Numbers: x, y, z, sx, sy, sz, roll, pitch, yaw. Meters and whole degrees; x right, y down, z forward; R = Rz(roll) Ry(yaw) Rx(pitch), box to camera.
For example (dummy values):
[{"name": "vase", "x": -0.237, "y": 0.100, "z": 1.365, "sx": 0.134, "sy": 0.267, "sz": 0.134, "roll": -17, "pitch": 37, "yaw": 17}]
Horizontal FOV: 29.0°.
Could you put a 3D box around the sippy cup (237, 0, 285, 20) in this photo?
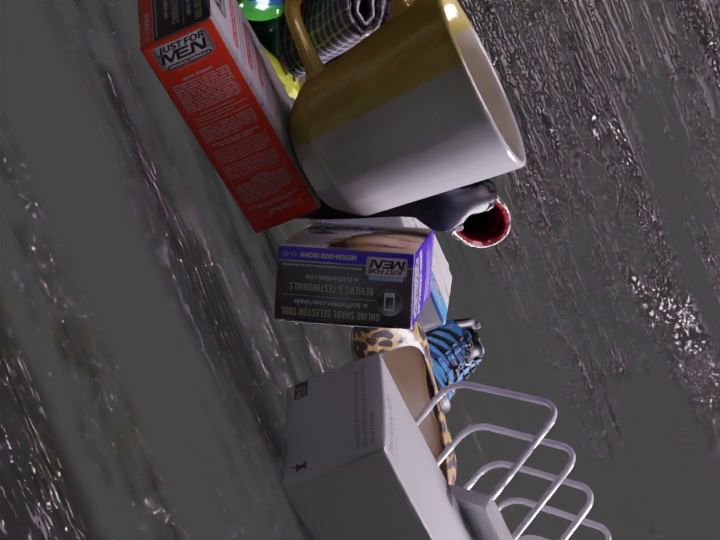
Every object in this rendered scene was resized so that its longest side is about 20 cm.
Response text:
[{"name": "sippy cup", "x": -0.081, "y": -0.304, "z": 1.170, "sx": 0.139, "sy": 0.130, "sz": 0.179, "roll": -2, "pitch": 59, "yaw": -46}]

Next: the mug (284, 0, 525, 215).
[{"name": "mug", "x": 0.023, "y": -0.134, "z": 1.078, "sx": 0.149, "sy": 0.152, "sz": 0.188, "roll": 24, "pitch": 43, "yaw": -66}]

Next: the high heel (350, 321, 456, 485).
[{"name": "high heel", "x": 0.047, "y": 0.122, "z": 1.281, "sx": 0.201, "sy": 0.071, "sz": 0.143, "roll": 71, "pitch": -2, "yaw": -51}]

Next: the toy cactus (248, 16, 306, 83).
[{"name": "toy cactus", "x": -0.071, "y": -0.216, "z": 1.356, "sx": 0.200, "sy": 0.101, "sz": 0.167, "roll": 68, "pitch": 14, "yaw": -67}]

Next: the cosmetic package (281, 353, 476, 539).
[{"name": "cosmetic package", "x": 0.019, "y": 0.175, "z": 0.992, "sx": 0.113, "sy": 0.080, "sz": 0.201, "roll": -93, "pitch": 161, "yaw": -57}]

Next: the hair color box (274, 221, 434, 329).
[{"name": "hair color box", "x": 0.000, "y": 0.000, "z": 1.146, "sx": 0.200, "sy": 0.108, "sz": 0.066, "roll": -52, "pitch": 145, "yaw": -79}]

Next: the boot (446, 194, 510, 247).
[{"name": "boot", "x": 0.048, "y": -0.106, "z": 1.326, "sx": 0.203, "sy": 0.074, "sz": 0.154, "roll": 33, "pitch": 8, "yaw": -41}]

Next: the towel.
[{"name": "towel", "x": -0.006, "y": -0.279, "z": 1.232, "sx": 0.165, "sy": 0.085, "sz": 0.202, "roll": 162, "pitch": -63, "yaw": -66}]

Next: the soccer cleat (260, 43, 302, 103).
[{"name": "soccer cleat", "x": -0.057, "y": -0.143, "z": 1.243, "sx": 0.201, "sy": 0.083, "sz": 0.065, "roll": 59, "pitch": 13, "yaw": -45}]

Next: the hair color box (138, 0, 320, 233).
[{"name": "hair color box", "x": -0.099, "y": -0.135, "z": 1.064, "sx": 0.102, "sy": 0.061, "sz": 0.201, "roll": -100, "pitch": 167, "yaw": -46}]

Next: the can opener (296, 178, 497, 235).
[{"name": "can opener", "x": 0.021, "y": -0.065, "z": 1.183, "sx": 0.063, "sy": 0.198, "sz": 0.080, "roll": -8, "pitch": 93, "yaw": -64}]

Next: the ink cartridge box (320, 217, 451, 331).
[{"name": "ink cartridge box", "x": 0.031, "y": -0.019, "z": 1.470, "sx": 0.200, "sy": 0.084, "sz": 0.147, "roll": -66, "pitch": 133, "yaw": -77}]

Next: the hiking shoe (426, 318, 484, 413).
[{"name": "hiking shoe", "x": 0.096, "y": 0.099, "z": 1.576, "sx": 0.200, "sy": 0.086, "sz": 0.075, "roll": -85, "pitch": 152, "yaw": -69}]

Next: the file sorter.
[{"name": "file sorter", "x": 0.120, "y": 0.213, "z": 1.168, "sx": 0.125, "sy": 0.138, "sz": 0.201, "roll": -44, "pitch": 123, "yaw": -30}]
